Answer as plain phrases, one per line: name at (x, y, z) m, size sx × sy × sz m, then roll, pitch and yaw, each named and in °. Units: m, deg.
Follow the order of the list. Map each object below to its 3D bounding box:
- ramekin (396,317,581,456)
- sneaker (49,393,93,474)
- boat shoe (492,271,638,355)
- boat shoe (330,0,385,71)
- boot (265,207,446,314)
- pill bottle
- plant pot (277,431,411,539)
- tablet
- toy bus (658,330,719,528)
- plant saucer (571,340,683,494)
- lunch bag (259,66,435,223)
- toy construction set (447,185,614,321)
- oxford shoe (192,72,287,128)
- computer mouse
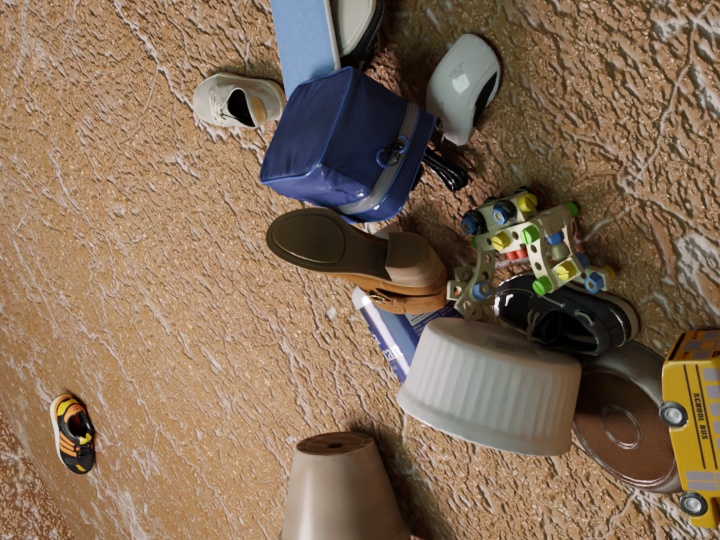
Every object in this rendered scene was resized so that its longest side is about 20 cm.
ramekin at (0.147, 0.123, 1.422) m, size 0.200 × 0.200 × 0.098 m, roll 22°, pitch 101°, yaw 43°
sneaker at (-0.602, 0.362, 2.748) m, size 0.090 × 0.070 × 0.201 m, roll 24°, pitch 132°, yaw 46°
boat shoe at (0.209, 0.051, 1.425) m, size 0.199 × 0.063 × 0.073 m, roll 12°, pitch 125°, yaw 48°
boat shoe at (-0.011, -0.256, 1.476) m, size 0.200 × 0.060 × 0.074 m, roll 130°, pitch 137°, yaw -52°
boot at (0.000, 0.000, 1.458) m, size 0.199 × 0.074 × 0.155 m, roll 13°, pitch 162°, yaw 18°
pill bottle at (0.058, 0.046, 1.579) m, size 0.201 × 0.111 × 0.111 m, roll 59°, pitch 147°, yaw 0°
plant pot at (-0.029, 0.335, 1.882) m, size 0.199 × 0.199 × 0.175 m, roll 8°, pitch 106°, yaw 50°
tablet at (-0.069, -0.306, 1.490) m, size 0.130 × 0.014 × 0.201 m, roll -20°, pitch 79°, yaw 59°
toy bus at (0.355, 0.163, 1.309) m, size 0.078 × 0.065 × 0.201 m, roll -4°, pitch 114°, yaw 31°
plant saucer at (0.297, 0.168, 1.435) m, size 0.200 × 0.032 × 0.201 m, roll 34°, pitch 141°, yaw 33°
lunch bag at (-0.005, -0.131, 1.415) m, size 0.132 × 0.137 × 0.200 m, roll 26°, pitch 170°, yaw -24°
toy construction set at (0.172, -0.017, 1.405) m, size 0.199 × 0.092 × 0.132 m, roll -21°, pitch 100°, yaw 47°
oxford shoe at (-0.175, -0.222, 1.723) m, size 0.199 × 0.058 × 0.076 m, roll 10°, pitch 126°, yaw 51°
computer mouse at (0.094, -0.175, 1.415) m, size 0.110 × 0.044 × 0.200 m, roll 46°, pitch 145°, yaw 20°
